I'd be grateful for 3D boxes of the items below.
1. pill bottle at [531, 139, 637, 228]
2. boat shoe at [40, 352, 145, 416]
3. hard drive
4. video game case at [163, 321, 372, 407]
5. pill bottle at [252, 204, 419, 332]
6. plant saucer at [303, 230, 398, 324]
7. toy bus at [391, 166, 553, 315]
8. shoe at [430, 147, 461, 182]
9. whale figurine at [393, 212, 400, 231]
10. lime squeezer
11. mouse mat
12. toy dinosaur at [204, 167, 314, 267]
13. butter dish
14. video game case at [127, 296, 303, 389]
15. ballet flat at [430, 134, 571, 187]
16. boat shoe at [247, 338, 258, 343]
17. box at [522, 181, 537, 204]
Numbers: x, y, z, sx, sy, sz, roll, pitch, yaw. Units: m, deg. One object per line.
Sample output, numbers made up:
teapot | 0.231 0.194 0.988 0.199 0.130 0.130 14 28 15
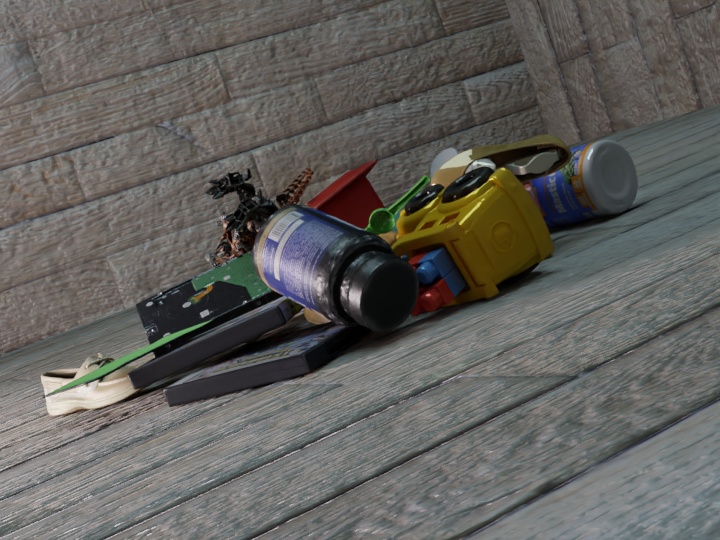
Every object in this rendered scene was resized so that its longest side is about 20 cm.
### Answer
pill bottle | 0.309 -0.124 1.831 0.112 0.112 0.200 -23 6 -38
boat shoe | -0.355 0.147 1.628 0.200 0.065 0.072 -15 7 35
hard drive | -0.213 0.049 1.727 0.200 0.038 0.140 -27 32 -8
video game case | -0.101 0.102 1.414 0.200 0.026 0.181 -16 6 29
pill bottle | -0.028 -0.001 1.398 0.112 0.112 0.200 -22 30 -31
plant saucer | 0.000 0.000 1.691 0.200 0.035 0.200 -26 23 12
toy bus | 0.099 -0.013 1.451 0.192 0.136 0.200 -43 16 -34
shoe | 0.151 -0.089 1.818 0.071 0.091 0.200 -29 38 32
whale figurine | 0.007 -0.033 2.004 0.200 0.104 0.159 -17 6 17
lime squeezer | 0.024 -0.046 1.650 0.200 0.038 0.071 -52 32 -10
mouse mat | -0.291 0.111 1.523 0.200 0.008 0.161 -26 4 -35
toy dinosaur | -0.157 -0.084 1.799 0.102 0.200 0.136 30 -6 37
butter dish | -0.031 -0.042 1.861 0.200 0.148 0.199 -42 -2 -43
video game case | -0.174 0.084 1.506 0.200 0.026 0.181 -24 2 6
ballet flat | 0.193 -0.140 1.635 0.200 0.069 0.063 -20 20 -12
boat shoe | -0.175 0.065 1.819 0.071 0.070 0.200 -26 31 -8
box | 0.201 -0.062 1.661 0.102 0.095 0.200 -18 5 8
